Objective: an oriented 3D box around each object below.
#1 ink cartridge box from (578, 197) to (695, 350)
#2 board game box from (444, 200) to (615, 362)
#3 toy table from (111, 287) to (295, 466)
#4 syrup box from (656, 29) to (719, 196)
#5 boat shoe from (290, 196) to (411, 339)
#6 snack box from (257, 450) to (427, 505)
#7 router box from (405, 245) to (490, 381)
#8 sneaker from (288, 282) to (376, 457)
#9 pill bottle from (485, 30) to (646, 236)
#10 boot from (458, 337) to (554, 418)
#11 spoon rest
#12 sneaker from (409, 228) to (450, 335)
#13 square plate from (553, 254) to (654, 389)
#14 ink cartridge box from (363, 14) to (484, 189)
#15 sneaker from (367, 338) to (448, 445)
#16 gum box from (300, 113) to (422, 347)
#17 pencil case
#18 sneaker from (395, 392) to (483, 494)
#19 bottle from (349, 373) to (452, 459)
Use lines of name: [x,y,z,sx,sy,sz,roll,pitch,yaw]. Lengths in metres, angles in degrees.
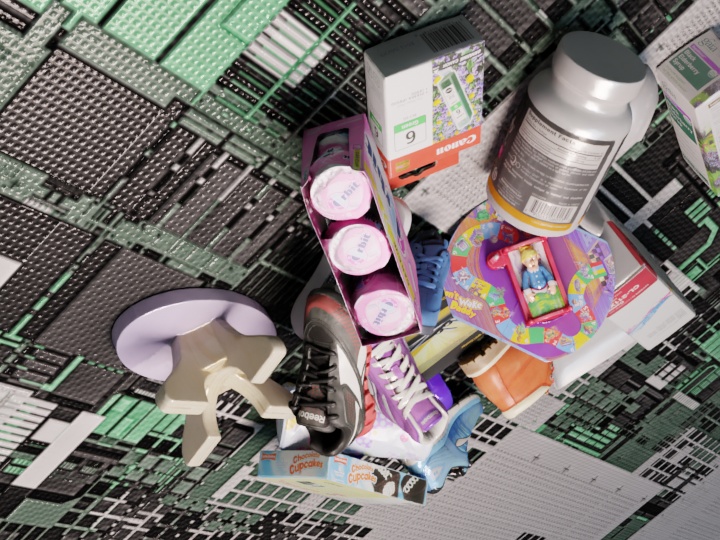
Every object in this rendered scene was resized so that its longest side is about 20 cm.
ink cartridge box: [0.322,0.001,1.393,0.083,0.146,0.200,-41,143,14]
board game box: [0.193,0.007,1.261,0.159,0.199,0.039,-64,176,-6]
toy table: [-0.158,0.107,1.184,0.199,0.117,0.184,-1,134,-37]
syrup box: [0.419,-0.183,1.311,0.081,0.079,0.200,-36,144,6]
boat shoe: [0.000,0.000,1.220,0.066,0.072,0.201,-4,132,-54]
snack box: [-0.020,0.259,1.380,0.116,0.037,0.200,-8,157,38]
router box: [0.081,0.066,1.369,0.199,0.052,0.157,-36,145,5]
sneaker: [-0.032,0.113,1.161,0.098,0.070,0.202,-46,139,-46]
pill bottle: [0.217,-0.143,1.174,0.116,0.117,0.201,-8,137,-30]
boot: [0.225,0.102,1.442,0.200,0.107,0.075,-40,-174,-25]
spoon rest: [0.281,-0.139,1.250,0.099,0.060,0.201,-56,164,-60]
sneaker: [0.063,0.006,1.201,0.066,0.200,0.079,20,110,0]
square plate: [0.342,0.072,1.593,0.197,0.029,0.200,-33,144,-1]
ink cartridge box: [0.065,-0.148,1.109,0.108,0.050,0.201,-22,142,-14]
sneaker: [0.047,0.117,1.227,0.073,0.114,0.201,-38,135,-10]
gum box: [0.001,-0.043,1.072,0.066,0.114,0.201,-15,123,9]
pencil case: [-0.006,0.185,1.361,0.198,0.084,0.091,5,142,-7]
sneaker: [0.116,0.238,1.513,0.078,0.090,0.200,-24,-173,37]
bottle: [0.025,0.198,1.465,0.199,0.066,0.084,-29,161,-5]
